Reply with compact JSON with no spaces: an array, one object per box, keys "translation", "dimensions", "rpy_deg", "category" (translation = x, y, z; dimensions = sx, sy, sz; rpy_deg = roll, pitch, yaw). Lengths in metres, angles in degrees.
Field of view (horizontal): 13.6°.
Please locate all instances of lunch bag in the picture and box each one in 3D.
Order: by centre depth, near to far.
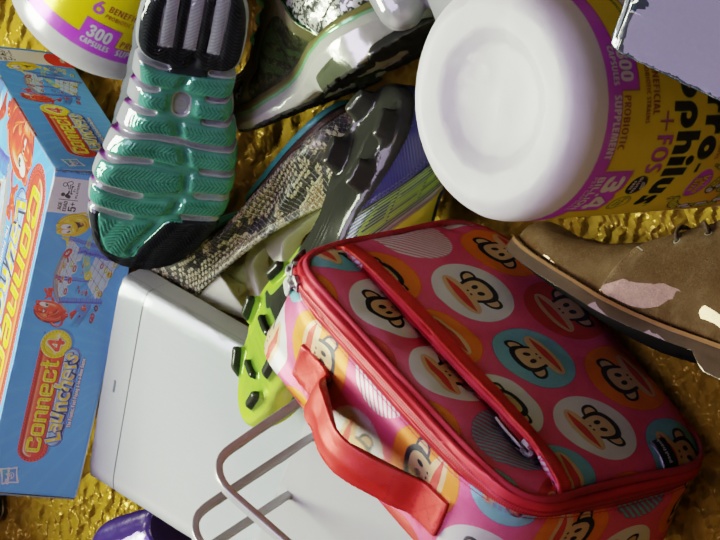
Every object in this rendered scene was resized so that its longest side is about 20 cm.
[{"translation":[0.048,0.065,1.451],"dimensions":[0.200,0.176,0.082],"rpy_deg":[47,128,32],"category":"lunch bag"}]

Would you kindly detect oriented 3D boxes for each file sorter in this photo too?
[{"translation":[-0.021,0.173,1.524],"dimensions":[0.139,0.124,0.201],"rpy_deg":[39,134,18],"category":"file sorter"}]

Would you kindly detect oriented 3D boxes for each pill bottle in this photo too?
[{"translation":[0.126,-0.078,1.336],"dimensions":[0.104,0.199,0.105],"rpy_deg":[6,99,46],"category":"pill bottle"},{"translation":[-0.105,-0.207,1.630],"dimensions":[0.104,0.104,0.200],"rpy_deg":[56,130,27],"category":"pill bottle"}]

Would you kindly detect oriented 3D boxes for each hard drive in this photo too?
[{"translation":[-0.058,0.100,1.635],"dimensions":[0.199,0.027,0.133],"rpy_deg":[29,123,27],"category":"hard drive"}]

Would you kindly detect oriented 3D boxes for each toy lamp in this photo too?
[{"translation":[-0.163,0.193,1.778],"dimensions":[0.200,0.058,0.059],"rpy_deg":[-36,68,43],"category":"toy lamp"}]

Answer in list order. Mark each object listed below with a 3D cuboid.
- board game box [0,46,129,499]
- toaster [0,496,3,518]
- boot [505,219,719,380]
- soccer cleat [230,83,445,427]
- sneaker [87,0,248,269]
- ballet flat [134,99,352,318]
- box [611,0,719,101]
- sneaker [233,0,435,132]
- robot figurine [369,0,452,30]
[{"translation":[-0.192,-0.002,1.740],"dimensions":[0.196,0.056,0.201],"rpy_deg":[-129,49,-60],"category":"board game box"},{"translation":[-0.338,0.096,1.853],"dimensions":[0.118,0.199,0.182],"rpy_deg":[-29,73,40],"category":"toaster"},{"translation":[0.156,0.006,1.422],"dimensions":[0.199,0.073,0.076],"rpy_deg":[25,92,39],"category":"boot"},{"translation":[0.000,0.000,1.550],"dimensions":[0.201,0.083,0.065],"rpy_deg":[-63,31,15],"category":"soccer cleat"},{"translation":[-0.095,-0.095,1.592],"dimensions":[0.088,0.074,0.201],"rpy_deg":[-89,15,-51],"category":"sneaker"},{"translation":[-0.049,-0.017,1.635],"dimensions":[0.200,0.068,0.076],"rpy_deg":[-35,84,41],"category":"ballet flat"},{"translation":[0.219,-0.168,1.213],"dimensions":[0.124,0.200,0.198],"rpy_deg":[29,116,22],"category":"box"},{"translation":[-0.025,-0.132,1.559],"dimensions":[0.200,0.077,0.089],"rpy_deg":[-23,88,61],"category":"sneaker"},{"translation":[0.070,-0.180,1.449],"dimensions":[0.169,0.113,0.201],"rpy_deg":[-24,72,4],"category":"robot figurine"}]
